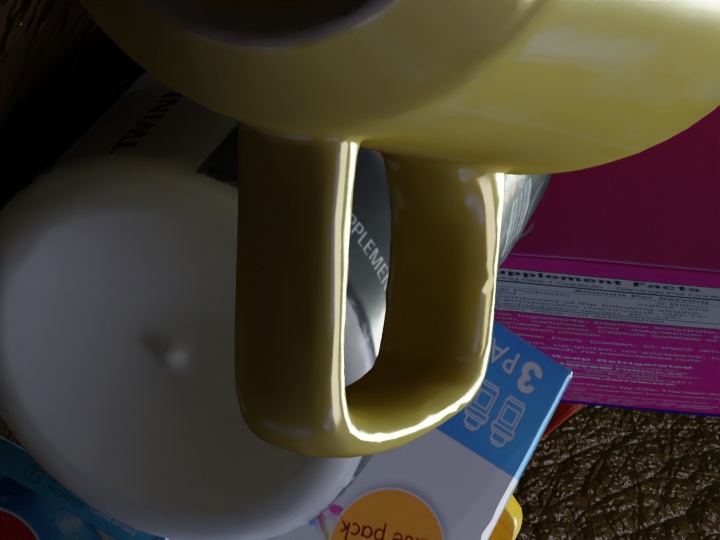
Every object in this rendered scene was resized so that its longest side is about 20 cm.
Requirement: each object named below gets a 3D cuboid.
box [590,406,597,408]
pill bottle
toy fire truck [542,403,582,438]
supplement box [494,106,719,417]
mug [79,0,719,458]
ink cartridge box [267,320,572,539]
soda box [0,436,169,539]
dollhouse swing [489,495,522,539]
[{"bbox_3d":[0.139,-0.031,1.752,0.197,0.117,0.200,-64,172,1],"label":"box"},{"bbox_3d":[-0.012,-0.024,0.765,0.200,0.106,0.106,-54,168,-54],"label":"pill bottle"},{"bbox_3d":[0.044,0.051,1.509,0.168,0.112,0.200,-40,177,13],"label":"toy fire truck"},{"bbox_3d":[0.088,-0.024,0.951,0.200,0.103,0.101,74,22,-74],"label":"supplement box"},{"bbox_3d":[0.017,-0.072,0.588,0.149,0.187,0.153,-26,177,21],"label":"mug"},{"bbox_3d":[-0.036,0.089,0.904,0.200,0.115,0.068,-62,-159,-10],"label":"ink cartridge box"},{"bbox_3d":[-0.105,0.126,0.794,0.064,0.068,0.200,-58,171,-35],"label":"soda box"},{"bbox_3d":[0.032,0.090,1.217,0.176,0.182,0.200,-37,-174,23],"label":"dollhouse swing"}]
